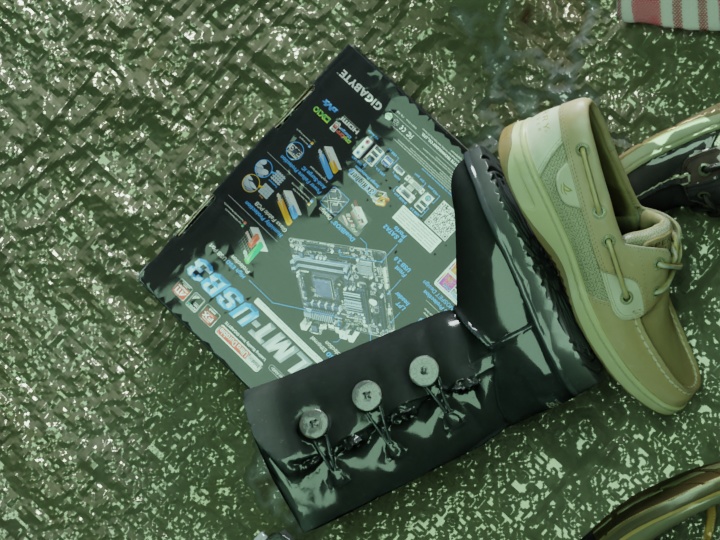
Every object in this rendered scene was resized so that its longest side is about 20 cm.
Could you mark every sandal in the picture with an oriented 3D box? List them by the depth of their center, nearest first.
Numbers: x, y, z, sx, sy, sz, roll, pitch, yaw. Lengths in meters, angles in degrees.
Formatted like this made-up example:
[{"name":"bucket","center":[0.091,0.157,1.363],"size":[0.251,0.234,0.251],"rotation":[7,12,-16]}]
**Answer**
[{"name":"sandal","center":[0.157,0.170,1.427],"size":[0.199,0.080,0.054],"rotation":[-35,91,7]}]

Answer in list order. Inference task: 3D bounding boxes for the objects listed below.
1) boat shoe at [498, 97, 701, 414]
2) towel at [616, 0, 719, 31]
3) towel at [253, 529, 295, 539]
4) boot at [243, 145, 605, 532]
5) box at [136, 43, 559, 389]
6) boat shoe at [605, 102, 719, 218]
[{"name":"boat shoe","center":[0.153,-0.007,1.417],"size":[0.065,0.072,0.201],"rotation":[-23,107,25]},{"name":"towel","center":[0.247,-0.207,1.447],"size":[0.199,0.030,0.147],"rotation":[6,126,13]},{"name":"towel","center":[-0.042,0.271,1.447],"size":[0.200,0.086,0.166],"rotation":[44,91,15]},{"name":"boot","center":[0.021,0.041,1.439],"size":[0.199,0.066,0.166],"rotation":[-29,67,16]},{"name":"box","center":[0.000,0.000,1.499],"size":[0.200,0.050,0.199],"rotation":[42,93,15]},{"name":"boat shoe","center":[0.219,-0.062,1.448],"size":[0.199,0.072,0.065],"rotation":[-27,78,6]}]
